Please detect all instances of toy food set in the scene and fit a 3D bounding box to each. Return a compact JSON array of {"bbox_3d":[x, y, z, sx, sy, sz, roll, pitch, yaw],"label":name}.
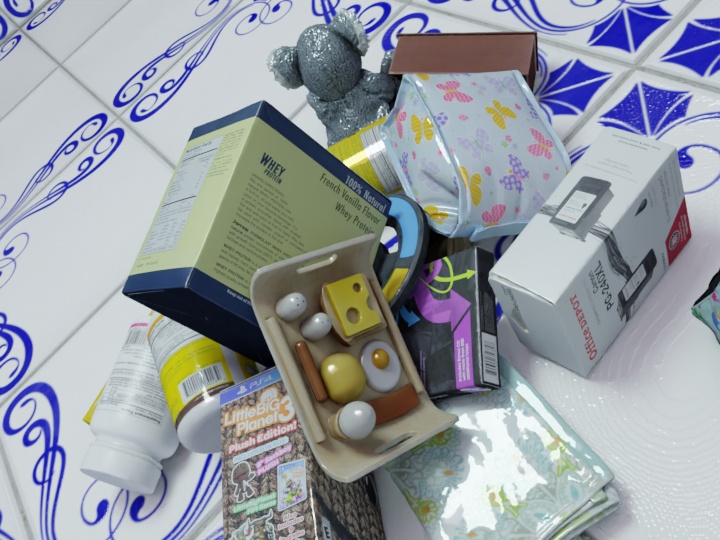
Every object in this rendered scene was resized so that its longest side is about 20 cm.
[{"bbox_3d":[-0.001,0.074,0.686,0.143,0.202,0.060,-19,-7,-36],"label":"toy food set"}]

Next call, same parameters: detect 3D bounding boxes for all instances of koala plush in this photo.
[{"bbox_3d":[-0.026,-0.280,1.088,0.176,0.200,0.185,-19,47,19],"label":"koala plush"}]

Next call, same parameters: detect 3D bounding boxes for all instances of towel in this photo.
[{"bbox_3d":[0.126,0.195,0.711,0.171,0.048,0.200,-39,43,0],"label":"towel"}]

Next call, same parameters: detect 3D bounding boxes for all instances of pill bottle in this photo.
[{"bbox_3d":[-0.184,0.102,0.863,0.109,0.109,0.201,-33,55,6],"label":"pill bottle"},{"bbox_3d":[0.032,-0.145,1.005,0.198,0.111,0.112,-26,45,13],"label":"pill bottle"},{"bbox_3d":[-0.275,0.172,0.946,0.112,0.113,0.202,-2,59,32],"label":"pill bottle"}]

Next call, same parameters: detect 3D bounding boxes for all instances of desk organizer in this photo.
[{"bbox_3d":[0.144,-0.280,1.034,0.198,0.072,0.078,5,61,19],"label":"desk organizer"}]

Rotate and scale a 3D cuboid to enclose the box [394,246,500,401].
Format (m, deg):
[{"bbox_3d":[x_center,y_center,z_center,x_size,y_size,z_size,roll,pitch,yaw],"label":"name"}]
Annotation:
[{"bbox_3d":[0.059,0.070,0.796,0.199,0.036,0.145,-23,59,44],"label":"box"}]

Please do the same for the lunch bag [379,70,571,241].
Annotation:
[{"bbox_3d":[0.136,-0.123,0.858,0.168,0.128,0.201,-11,60,-25],"label":"lunch bag"}]

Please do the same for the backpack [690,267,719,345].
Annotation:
[{"bbox_3d":[0.371,0.015,0.586,0.176,0.200,0.151,-32,64,6],"label":"backpack"}]

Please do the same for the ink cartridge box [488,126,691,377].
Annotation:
[{"bbox_3d":[0.234,-0.015,0.738,0.083,0.146,0.200,30,74,42],"label":"ink cartridge box"}]

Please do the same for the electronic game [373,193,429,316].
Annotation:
[{"bbox_3d":[0.000,0.000,0.841,0.199,0.041,0.201,-34,37,31],"label":"electronic game"}]

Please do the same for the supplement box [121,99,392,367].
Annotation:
[{"bbox_3d":[-0.100,-0.027,0.771,0.133,0.199,0.202,-5,60,47],"label":"supplement box"}]

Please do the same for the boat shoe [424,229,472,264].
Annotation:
[{"bbox_3d":[0.076,0.022,0.872,0.071,0.065,0.202,-2,55,33],"label":"boat shoe"}]

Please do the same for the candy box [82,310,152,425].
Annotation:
[{"bbox_3d":[-0.311,0.142,1.062,0.101,0.026,0.201,6,59,39],"label":"candy box"}]

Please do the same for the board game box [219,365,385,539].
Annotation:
[{"bbox_3d":[-0.054,0.220,0.729,0.096,0.160,0.201,-25,46,13],"label":"board game box"}]
